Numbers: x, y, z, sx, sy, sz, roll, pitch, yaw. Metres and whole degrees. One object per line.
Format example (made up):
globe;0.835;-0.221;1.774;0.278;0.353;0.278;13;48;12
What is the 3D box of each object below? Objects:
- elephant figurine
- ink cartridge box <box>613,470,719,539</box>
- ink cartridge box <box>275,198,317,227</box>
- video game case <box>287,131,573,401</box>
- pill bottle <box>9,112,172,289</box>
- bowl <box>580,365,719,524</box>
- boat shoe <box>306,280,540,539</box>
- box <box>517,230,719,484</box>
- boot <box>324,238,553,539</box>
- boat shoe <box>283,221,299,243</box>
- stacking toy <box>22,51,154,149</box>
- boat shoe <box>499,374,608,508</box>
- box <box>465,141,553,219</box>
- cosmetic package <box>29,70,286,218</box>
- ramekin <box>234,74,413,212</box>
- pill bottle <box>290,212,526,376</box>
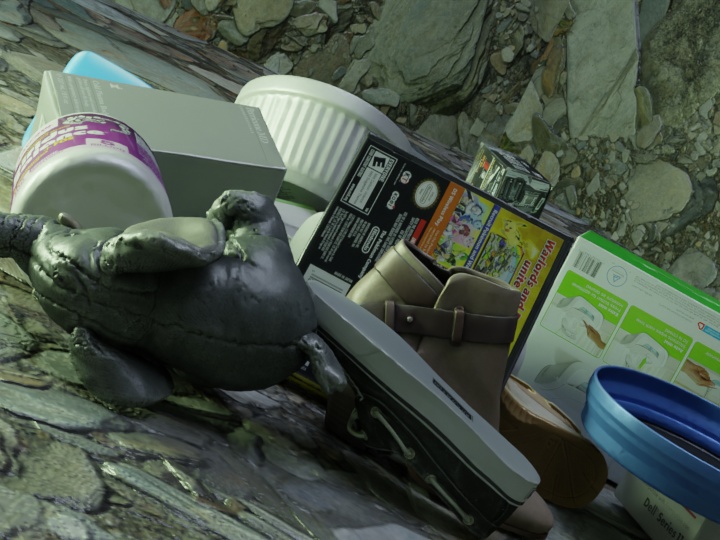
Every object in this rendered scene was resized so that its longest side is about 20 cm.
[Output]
elephant figurine;-0.135;0.018;0.890;0.199;0.143;0.154;6;-20;-44
ink cartridge box;0.286;0.198;1.172;0.198;0.068;0.117;23;13;-24
ink cartridge box;-0.044;0.009;1.339;0.145;0.048;0.200;12;33;-54
video game case;0.040;0.021;1.095;0.179;0.201;0.026;27;-19;4
pill bottle;-0.197;-0.052;1.056;0.111;0.113;0.200;23;10;-18
bowl;0.256;0.138;1.096;0.199;0.040;0.201;24;13;-6
boat shoe;0.024;0.091;0.943;0.200;0.064;0.071;44;11;5
box;0.243;0.091;1.285;0.199;0.178;0.097;28;12;12
boot;0.072;0.077;1.003;0.198;0.147;0.070;27;8;0
boat shoe;0.000;0.000;1.263;0.199;0.066;0.072;31;19;-20
stacking toy;-0.231;-0.118;1.400;0.109;0.117;0.200;32;-3;8
boat shoe;0.100;0.112;1.135;0.199;0.074;0.069;36;7;-2
box;0.109;-0.012;1.393;0.049;0.202;0.158;20;10;-8
cosmetic package;-0.173;-0.095;1.239;0.198;0.091;0.107;3;37;-27
ramekin;-0.053;-0.100;1.499;0.198;0.106;0.201;19;-21;8
pill bottle;0.033;0.039;1.190;0.198;0.112;0.111;23;11;-20
